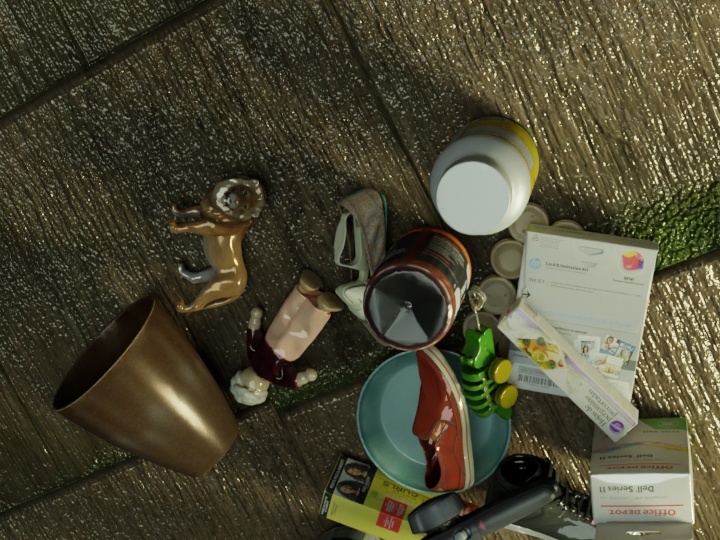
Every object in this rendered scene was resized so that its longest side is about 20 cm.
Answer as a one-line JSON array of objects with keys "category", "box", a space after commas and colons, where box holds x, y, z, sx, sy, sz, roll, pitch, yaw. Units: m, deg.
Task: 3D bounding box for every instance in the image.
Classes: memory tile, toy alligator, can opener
[{"category": "memory tile", "box": [0.221, 0.028, 1.505, 0.153, 0.017, 0.201, 23, 111, 5]}, {"category": "toy alligator", "box": [0.140, 0.111, 1.463, 0.059, 0.054, 0.201, 23, 140, 46]}, {"category": "can opener", "box": [0.149, 0.300, 1.493, 0.199, 0.063, 0.079, -25, 99, 23]}]

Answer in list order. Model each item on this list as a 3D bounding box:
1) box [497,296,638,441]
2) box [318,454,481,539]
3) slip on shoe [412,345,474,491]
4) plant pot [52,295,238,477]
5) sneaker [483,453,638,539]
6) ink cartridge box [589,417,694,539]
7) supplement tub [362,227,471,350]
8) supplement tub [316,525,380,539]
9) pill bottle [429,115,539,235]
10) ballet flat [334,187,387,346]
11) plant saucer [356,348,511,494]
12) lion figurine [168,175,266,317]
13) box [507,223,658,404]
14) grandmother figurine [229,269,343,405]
[{"category": "box", "box": [0.245, 0.116, 1.453, 0.200, 0.041, 0.039, 44, 113, -3]}, {"category": "box", "box": [0.052, 0.312, 1.597, 0.199, 0.075, 0.050, 20, 128, 7]}, {"category": "slip on shoe", "box": [0.094, 0.184, 1.509, 0.061, 0.074, 0.201, -16, 109, -18]}, {"category": "plant pot", "box": [-0.258, 0.168, 1.587, 0.187, 0.187, 0.200, -39, 110, 21]}, {"category": "sneaker", "box": [0.251, 0.287, 1.535, 0.199, 0.071, 0.100, 10, 135, 13]}, {"category": "ink cartridge box", "box": [0.331, 0.243, 1.448, 0.116, 0.200, 0.068, -4, 106, 14]}, {"category": "supplement tub", "box": [0.073, 0.012, 1.435, 0.106, 0.200, 0.108, 4, 109, 12]}, {"category": "supplement tub", "box": [-0.031, 0.428, 1.589, 0.122, 0.200, 0.123, 3, 107, 11]}, {"category": "pill bottle", "box": [0.139, -0.104, 1.383, 0.111, 0.200, 0.113, 4, 108, 12]}, {"category": "ballet flat", "box": [0.000, 0.000, 1.515, 0.067, 0.068, 0.201, -12, 101, -29]}, {"category": "plant saucer", "box": [0.095, 0.188, 1.573, 0.199, 0.036, 0.201, 4, 108, 12]}, {"category": "lion figurine", "box": [-0.176, -0.027, 1.558, 0.122, 0.073, 0.201, -1, 122, 0]}, {"category": "box", "box": [0.262, 0.054, 1.473, 0.155, 0.041, 0.201, 9, 110, 10]}, {"category": "grandmother figurine", "box": [-0.101, 0.101, 1.583, 0.200, 0.060, 0.121, -50, 64, 24]}]
